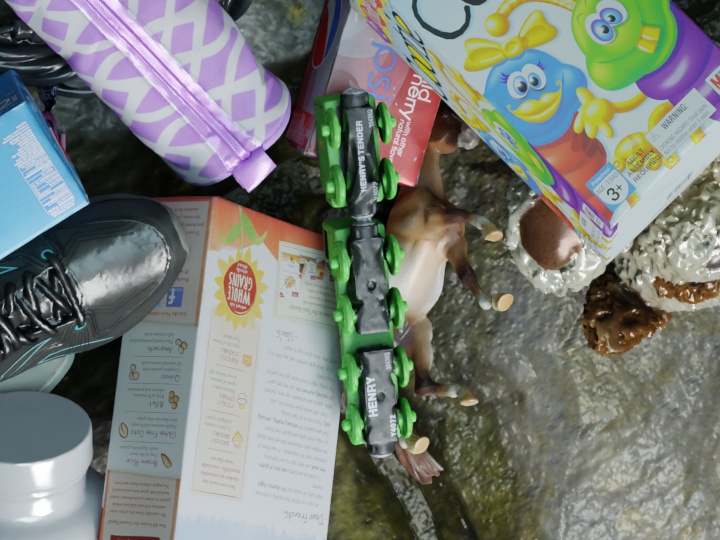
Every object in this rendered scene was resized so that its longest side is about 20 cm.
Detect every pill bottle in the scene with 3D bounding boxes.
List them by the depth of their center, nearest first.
[{"bbox_3d":[-0.179,0.170,1.259,0.103,0.104,0.202,-6,118,-14],"label":"pill bottle"}]

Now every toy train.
[{"bbox_3d":[0.000,0.000,1.265,0.041,0.056,0.202,-7,103,-14],"label":"toy train"}]

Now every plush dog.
[{"bbox_3d":[0.178,-0.047,1.344,0.199,0.161,0.172,-28,125,4],"label":"plush dog"}]

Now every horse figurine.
[{"bbox_3d":[0.034,0.017,1.318,0.050,0.133,0.201,4,115,-29],"label":"horse figurine"}]

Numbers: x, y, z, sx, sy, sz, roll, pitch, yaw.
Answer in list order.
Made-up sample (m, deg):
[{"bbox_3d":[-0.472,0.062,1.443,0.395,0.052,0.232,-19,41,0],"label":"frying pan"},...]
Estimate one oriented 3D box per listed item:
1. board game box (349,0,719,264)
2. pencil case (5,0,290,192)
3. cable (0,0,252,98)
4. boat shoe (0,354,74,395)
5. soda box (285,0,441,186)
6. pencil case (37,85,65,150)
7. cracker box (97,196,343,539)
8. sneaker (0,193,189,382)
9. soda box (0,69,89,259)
[{"bbox_3d":[0.093,-0.117,1.200,0.105,0.103,0.200,-44,79,-3],"label":"board game box"},{"bbox_3d":[-0.120,-0.130,1.214,0.084,0.085,0.200,-46,121,0],"label":"pencil case"},{"bbox_3d":[-0.150,-0.176,1.266,0.199,0.051,0.164,-32,113,-8],"label":"cable"},{"bbox_3d":[-0.250,0.068,1.268,0.199,0.062,0.075,-29,108,-6],"label":"boat shoe"},{"bbox_3d":[0.021,-0.153,1.303,0.069,0.063,0.202,16,96,-16],"label":"soda box"},{"bbox_3d":[-0.250,-0.039,1.233,0.198,0.094,0.092,-9,85,-14],"label":"pencil case"},{"bbox_3d":[-0.070,0.072,1.261,0.134,0.057,0.202,20,73,-54],"label":"cracker box"},{"bbox_3d":[-0.177,0.028,1.186,0.199,0.079,0.076,-26,105,6],"label":"sneaker"},{"bbox_3d":[-0.237,-0.015,1.162,0.199,0.068,0.064,-31,113,-2],"label":"soda box"}]
